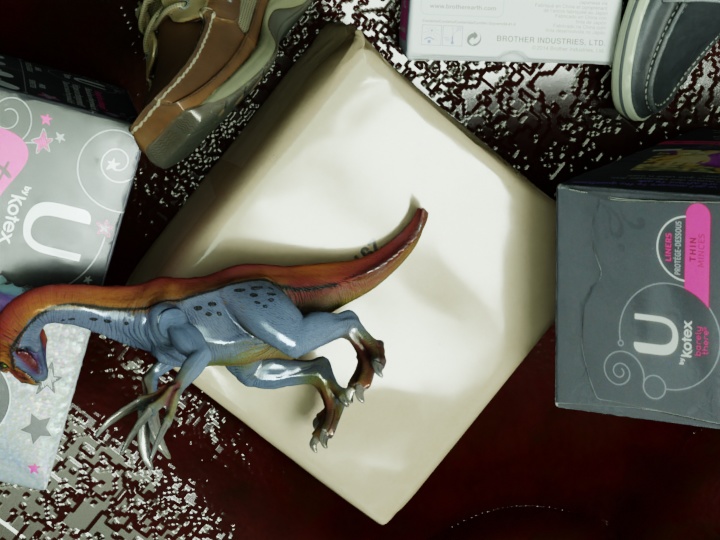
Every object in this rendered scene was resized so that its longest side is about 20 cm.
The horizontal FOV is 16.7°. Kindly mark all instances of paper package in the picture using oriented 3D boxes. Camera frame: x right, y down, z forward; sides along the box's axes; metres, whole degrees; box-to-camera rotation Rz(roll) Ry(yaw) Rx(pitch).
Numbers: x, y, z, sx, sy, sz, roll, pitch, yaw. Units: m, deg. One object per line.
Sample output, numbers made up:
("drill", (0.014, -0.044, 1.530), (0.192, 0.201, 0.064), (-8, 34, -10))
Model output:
("paper package", (0.000, 0.000, 1.330), (0.190, 0.103, 0.200), (38, 94, -15))

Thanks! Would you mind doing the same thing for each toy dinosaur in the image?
("toy dinosaur", (-0.086, 0.030, 1.235), (0.181, 0.105, 0.200), (26, 59, -11))

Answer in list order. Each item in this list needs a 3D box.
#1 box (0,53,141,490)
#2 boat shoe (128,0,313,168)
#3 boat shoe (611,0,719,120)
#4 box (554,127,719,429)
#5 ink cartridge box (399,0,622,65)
("box", (-0.192, -0.005, 1.283), (0.114, 0.132, 0.201), (13, 101, -13))
("boat shoe", (-0.082, -0.122, 1.252), (0.074, 0.200, 0.076), (41, 121, -9))
("boat shoe", (0.203, -0.166, 1.333), (0.062, 0.075, 0.200), (35, 94, 27))
("box", (0.192, -0.001, 1.300), (0.106, 0.200, 0.123), (6, 105, 30))
("ink cartridge box", (0.086, -0.214, 1.326), (0.119, 0.042, 0.201), (1, 105, -8))
